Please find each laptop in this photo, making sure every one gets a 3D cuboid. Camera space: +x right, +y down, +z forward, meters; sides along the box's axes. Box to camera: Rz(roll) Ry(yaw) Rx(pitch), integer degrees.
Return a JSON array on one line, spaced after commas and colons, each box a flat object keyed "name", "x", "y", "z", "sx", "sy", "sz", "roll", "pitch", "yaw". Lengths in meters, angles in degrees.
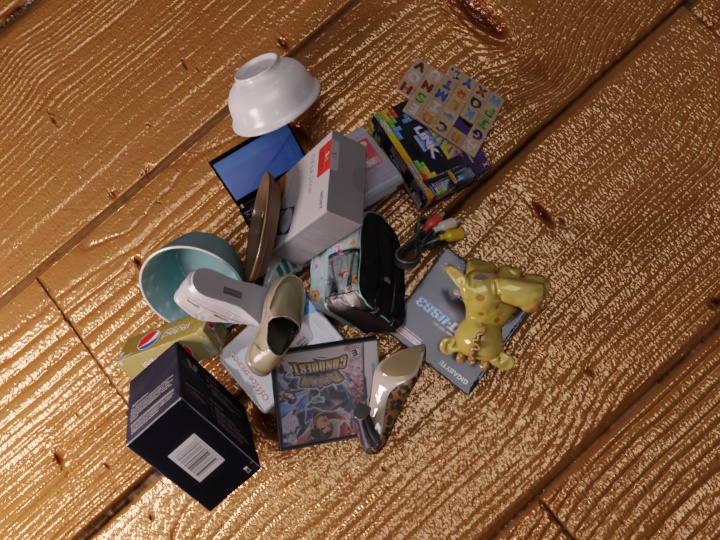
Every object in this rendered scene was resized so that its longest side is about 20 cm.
[{"name": "laptop", "x": -0.166, "y": -0.157, "z": 1.165, "sx": 0.175, "sy": 0.103, "sz": 0.202, "roll": -30, "pitch": 79, "yaw": 0}]

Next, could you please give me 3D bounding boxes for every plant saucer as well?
[{"name": "plant saucer", "x": -0.177, "y": -0.076, "z": 1.074, "sx": 0.029, "sy": 0.200, "sz": 0.204, "roll": 9, "pitch": 80, "yaw": -17}]

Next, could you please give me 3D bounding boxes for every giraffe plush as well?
[{"name": "giraffe plush", "x": 0.222, "y": 0.082, "z": 1.022, "sx": 0.171, "sy": 0.198, "sz": 0.165, "roll": 20, "pitch": 107, "yaw": 39}]

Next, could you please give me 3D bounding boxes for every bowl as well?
[{"name": "bowl", "x": -0.304, "y": 0.007, "z": 1.120, "sx": 0.197, "sy": 0.203, "sz": 0.106, "roll": -1, "pitch": 37, "yaw": 5}, {"name": "bowl", "x": -0.184, "y": -0.359, "z": 1.157, "sx": 0.198, "sy": 0.091, "sz": 0.203, "roll": -17, "pitch": 41, "yaw": 15}]

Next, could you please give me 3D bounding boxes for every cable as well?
[{"name": "cable", "x": 0.118, "y": -0.066, "z": 1.103, "sx": 0.097, "sy": 0.199, "sz": 0.051, "roll": 38, "pitch": 128, "yaw": 25}]

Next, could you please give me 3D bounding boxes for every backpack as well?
[{"name": "backpack", "x": 0.000, "y": 0.000, "z": 1.087, "sx": 0.151, "sy": 0.175, "sz": 0.203, "roll": -8, "pitch": 65, "yaw": 34}]

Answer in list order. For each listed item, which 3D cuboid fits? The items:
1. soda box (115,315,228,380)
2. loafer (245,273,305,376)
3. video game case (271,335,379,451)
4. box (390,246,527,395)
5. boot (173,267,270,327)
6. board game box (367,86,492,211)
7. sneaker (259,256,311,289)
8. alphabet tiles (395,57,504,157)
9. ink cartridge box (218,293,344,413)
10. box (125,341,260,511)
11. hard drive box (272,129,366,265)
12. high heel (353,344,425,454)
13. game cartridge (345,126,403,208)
[{"name": "soda box", "x": -0.352, "y": 0.142, "z": 1.112, "sx": 0.197, "sy": 0.068, "sz": 0.065, "roll": -19, "pitch": 122, "yaw": 15}, {"name": "loafer", "x": -0.132, "y": 0.087, "z": 1.017, "sx": 0.075, "sy": 0.068, "sz": 0.202, "roll": 37, "pitch": 49, "yaw": -27}, {"name": "video game case", "x": -0.058, "y": 0.221, "z": 1.069, "sx": 0.196, "sy": 0.025, "sz": 0.184, "roll": -7, "pitch": 101, "yaw": -13}, {"name": "box", "x": 0.182, "y": 0.094, "z": 1.119, "sx": 0.199, "sy": 0.050, "sz": 0.199, "roll": 38, "pitch": 84, "yaw": 11}, {"name": "boot", "x": -0.230, "y": 0.063, "z": 1.057, "sx": 0.198, "sy": 0.095, "sz": 0.075, "roll": 29, "pitch": 53, "yaw": -26}, {"name": "board game box", "x": 0.135, "y": -0.239, "z": 1.152, "sx": 0.164, "sy": 0.057, "sz": 0.202, "roll": -28, "pitch": 79, "yaw": -20}, {"name": "sneaker", "x": -0.138, "y": -0.006, "z": 1.153, "sx": 0.092, "sy": 0.070, "sz": 0.203, "roll": 16, "pitch": 90, "yaw": -12}, {"name": "alphabet tiles", "x": 0.173, "y": -0.334, "z": 1.165, "sx": 0.198, "sy": 0.008, "sz": 0.168, "roll": 32, "pitch": 64, "yaw": -2}, {"name": "ink cartridge box", "x": -0.145, "y": 0.148, "z": 1.118, "sx": 0.200, "sy": 0.085, "sz": 0.145, "roll": -42, "pitch": 79, "yaw": -5}, {"name": "box", "x": -0.288, "y": 0.262, "z": 1.015, "sx": 0.117, "sy": 0.200, "sz": 0.197, "roll": -39, "pitch": 117, "yaw": -2}, {"name": "hard drive box", "x": -0.077, "y": -0.121, "z": 1.039, "sx": 0.076, "sy": 0.199, "sz": 0.158, "roll": 19, "pitch": 60, "yaw": -31}, {"name": "high heel", "x": 0.060, "y": 0.235, "z": 1.076, "sx": 0.071, "sy": 0.144, "sz": 0.200, "roll": 26, "pitch": 55, "yaw": 33}, {"name": "game cartridge", "x": -0.014, "y": -0.195, "z": 1.143, "sx": 0.132, "sy": 0.041, "sz": 0.201, "roll": -33, "pitch": 46, "yaw": 2}]
